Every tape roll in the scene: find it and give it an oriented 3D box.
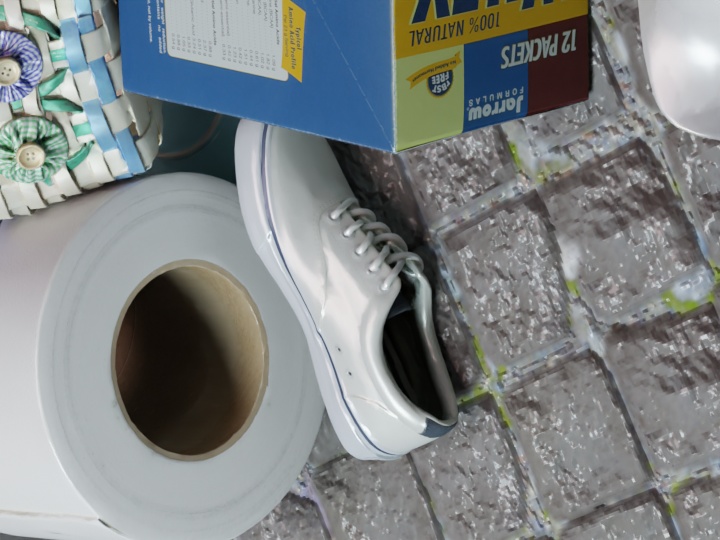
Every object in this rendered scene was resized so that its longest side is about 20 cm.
[{"bbox_3d":[-0.135,0.048,1.535,0.139,0.202,0.203,-2,101,47],"label":"tape roll"}]

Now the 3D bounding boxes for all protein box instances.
[{"bbox_3d":[-0.007,-0.178,1.370,0.200,0.135,0.199,15,114,44],"label":"protein box"}]

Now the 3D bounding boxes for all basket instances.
[{"bbox_3d":[-0.211,-0.112,1.470,0.200,0.139,0.177,-6,125,14],"label":"basket"}]

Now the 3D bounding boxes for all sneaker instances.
[{"bbox_3d":[0.000,0.000,1.481,0.071,0.073,0.200,-18,98,39],"label":"sneaker"}]

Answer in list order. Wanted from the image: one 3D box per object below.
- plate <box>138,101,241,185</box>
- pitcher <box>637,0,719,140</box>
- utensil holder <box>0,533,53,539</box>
[{"bbox_3d":[-0.109,-0.131,1.580,0.200,0.026,0.201,19,117,42],"label":"plate"},{"bbox_3d":[0.179,-0.177,1.197,0.200,0.121,0.172,121,136,-53],"label":"pitcher"},{"bbox_3d":[-0.243,0.153,1.714,0.170,0.170,0.200,58,134,17],"label":"utensil holder"}]
